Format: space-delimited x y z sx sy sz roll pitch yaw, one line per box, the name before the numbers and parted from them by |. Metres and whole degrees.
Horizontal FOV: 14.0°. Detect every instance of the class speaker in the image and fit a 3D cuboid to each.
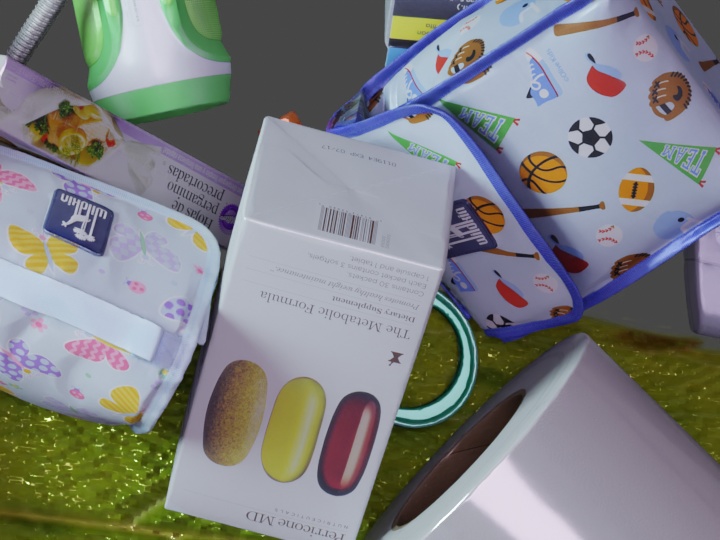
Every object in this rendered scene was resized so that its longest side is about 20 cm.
speaker | -0.129 -0.186 1.660 0.088 0.088 0.201 -12 91 -7

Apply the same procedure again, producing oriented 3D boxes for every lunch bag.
lunch bag | 0.104 -0.069 1.652 0.200 0.124 0.170 -31 110 20
lunch bag | -0.168 0.009 1.596 0.169 0.200 0.127 22 87 -5

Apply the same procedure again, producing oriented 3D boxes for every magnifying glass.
magnifying glass | 0.000 0.000 1.705 0.079 0.022 0.200 -30 92 -6

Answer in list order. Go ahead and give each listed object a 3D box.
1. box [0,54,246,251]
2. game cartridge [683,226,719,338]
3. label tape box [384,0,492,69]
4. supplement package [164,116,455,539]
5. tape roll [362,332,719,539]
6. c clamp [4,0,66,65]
box | -0.142 -0.064 1.624 0.200 0.041 0.039 29 79 -43
game cartridge | 0.262 -0.051 1.730 0.133 0.042 0.201 12 88 -11
label tape box | 0.089 -0.191 1.685 0.143 0.066 0.200 3 127 -7
supplement package | -0.028 0.038 1.609 0.113 0.110 0.200 14 123 -3
tape roll | 0.103 0.152 1.626 0.139 0.203 0.203 44 85 -5
c clamp | -0.183 -0.168 1.623 0.200 0.027 0.171 -48 70 26
